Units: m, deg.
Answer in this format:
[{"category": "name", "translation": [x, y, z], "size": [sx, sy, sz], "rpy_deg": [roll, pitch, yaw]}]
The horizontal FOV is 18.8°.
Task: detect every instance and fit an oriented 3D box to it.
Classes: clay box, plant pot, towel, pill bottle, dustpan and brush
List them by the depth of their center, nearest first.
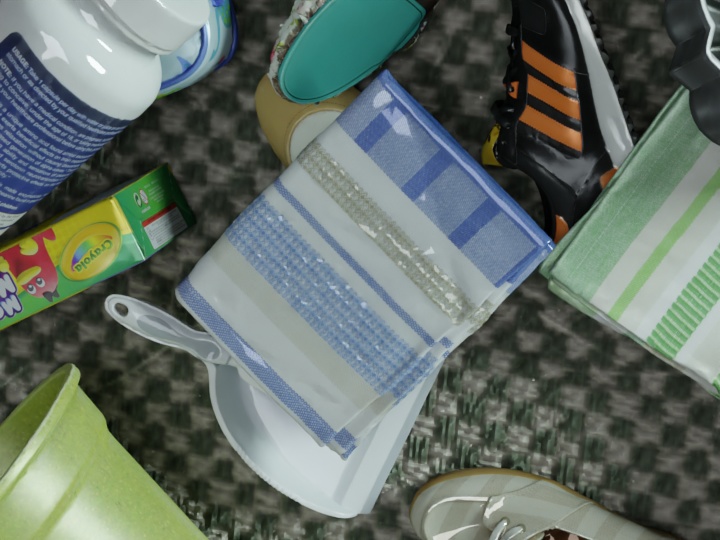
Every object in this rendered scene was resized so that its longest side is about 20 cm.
[{"category": "pill bottle", "translation": [-0.182, -0.109, 1.215], "size": [0.200, 0.111, 0.111], "rpy_deg": [-38, 92, 21]}, {"category": "towel", "translation": [0.222, -0.002, 1.250], "size": [0.199, 0.023, 0.153], "rpy_deg": [33, 105, -16]}, {"category": "towel", "translation": [0.000, 0.000, 1.266], "size": [0.147, 0.024, 0.200], "rpy_deg": [44, 114, -2]}, {"category": "clay box", "translation": [-0.208, 0.004, 1.326], "size": [0.199, 0.115, 0.048], "rpy_deg": [-26, 96, 16]}, {"category": "plant pot", "translation": [-0.170, 0.192, 1.332], "size": [0.184, 0.201, 0.200], "rpy_deg": [40, 107, -10]}, {"category": "dustpan and brush", "translation": [-0.062, 0.059, 1.335], "size": [0.199, 0.057, 0.140], "rpy_deg": [27, 106, 6]}]

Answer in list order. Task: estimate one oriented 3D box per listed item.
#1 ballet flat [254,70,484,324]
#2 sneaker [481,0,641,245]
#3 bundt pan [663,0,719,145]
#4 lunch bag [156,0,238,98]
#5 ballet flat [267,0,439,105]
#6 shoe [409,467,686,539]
[{"category": "ballet flat", "translation": [0.010, -0.045, 1.297], "size": [0.069, 0.063, 0.200], "rpy_deg": [-43, 90, 10]}, {"category": "sneaker", "translation": [0.104, -0.100, 1.258], "size": [0.090, 0.070, 0.201], "rpy_deg": [-21, 98, 6]}, {"category": "bundt pan", "translation": [0.249, -0.129, 1.186], "size": [0.201, 0.076, 0.203], "rpy_deg": [5, 79, -23]}, {"category": "lunch bag", "translation": [-0.167, -0.190, 1.294], "size": [0.160, 0.082, 0.201], "rpy_deg": [-19, 96, 17]}, {"category": "ballet flat", "translation": [0.019, -0.180, 1.270], "size": [0.200, 0.064, 0.076], "rpy_deg": [-44, 126, 13]}, {"category": "shoe", "translation": [0.124, 0.170, 1.322], "size": [0.199, 0.053, 0.070], "rpy_deg": [15, 104, 9]}]
